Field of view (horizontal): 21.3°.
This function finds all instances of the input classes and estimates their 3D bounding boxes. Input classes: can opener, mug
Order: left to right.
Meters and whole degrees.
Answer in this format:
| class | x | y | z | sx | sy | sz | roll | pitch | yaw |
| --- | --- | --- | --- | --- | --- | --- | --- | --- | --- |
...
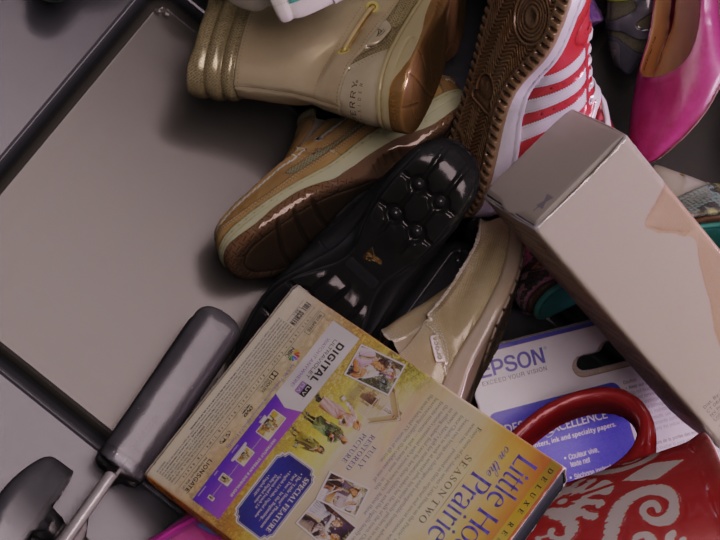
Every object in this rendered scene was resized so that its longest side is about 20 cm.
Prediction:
| class | x | y | z | sx | sy | sz | roll | pitch | yaw |
| --- | --- | --- | --- | --- | --- | --- | --- | --- | --- |
| can opener | -0.152 | 0.099 | 1.153 | 0.067 | 0.053 | 0.201 | 35 | 71 | -5 |
| mug | 0.123 | 0.176 | 1.144 | 0.198 | 0.178 | 0.134 | -16 | 118 | 2 |

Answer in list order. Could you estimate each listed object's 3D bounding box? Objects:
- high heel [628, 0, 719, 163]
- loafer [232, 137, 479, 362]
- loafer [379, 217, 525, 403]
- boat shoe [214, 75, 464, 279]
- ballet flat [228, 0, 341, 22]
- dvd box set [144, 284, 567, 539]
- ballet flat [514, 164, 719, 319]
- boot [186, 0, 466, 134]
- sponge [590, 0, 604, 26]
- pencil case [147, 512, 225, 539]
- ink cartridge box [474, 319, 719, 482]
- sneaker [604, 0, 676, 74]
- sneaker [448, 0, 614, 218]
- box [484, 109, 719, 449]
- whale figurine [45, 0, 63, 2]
| class | x | y | z | sx | sy | sz | roll | pitch | yaw |
| --- | --- | --- | --- | --- | --- | --- | --- | --- | --- |
| high heel | 0.192 | -0.174 | 1.218 | 0.096 | 0.067 | 0.202 | 26 | 80 | -31 |
| loafer | 0.000 | 0.000 | 1.184 | 0.068 | 0.070 | 0.201 | 43 | 103 | 1 |
| loafer | 0.046 | 0.045 | 1.168 | 0.068 | 0.076 | 0.201 | 21 | 63 | 8 |
| boat shoe | -0.019 | -0.068 | 1.223 | 0.199 | 0.072 | 0.076 | -31 | 63 | -24 |
| ballet flat | -0.072 | -0.197 | 1.172 | 0.069 | 0.200 | 0.070 | -11 | 116 | -25 |
| dvd box set | -0.003 | 0.118 | 1.093 | 0.199 | 0.029 | 0.147 | 32 | 75 | 21 |
| ballet flat | 0.181 | -0.027 | 1.263 | 0.198 | 0.069 | 0.072 | -17 | 63 | -16 |
| boot | -0.016 | -0.162 | 1.226 | 0.154 | 0.073 | 0.201 | 7 | 41 | 15 |
| sponge | 0.085 | -0.239 | 1.260 | 0.030 | 0.111 | 0.201 | -33 | 87 | 24 |
| pencil case | -0.083 | 0.175 | 1.137 | 0.199 | 0.088 | 0.089 | -27 | 86 | -20 |
| ink cartridge box | 0.176 | 0.130 | 1.234 | 0.196 | 0.047 | 0.202 | -13 | 80 | -14 |
| sneaker | 0.250 | -0.167 | 1.310 | 0.198 | 0.074 | 0.082 | 3 | 99 | -16 |
| sneaker | 0.130 | -0.121 | 1.185 | 0.111 | 0.201 | 0.071 | -2 | 40 | -28 |
| box | 0.173 | 0.006 | 1.149 | 0.078 | 0.095 | 0.200 | -43 | 113 | -1 |
| whale figurine | -0.205 | -0.247 | 1.186 | 0.198 | 0.104 | 0.161 | -11 | 81 | -16 |
